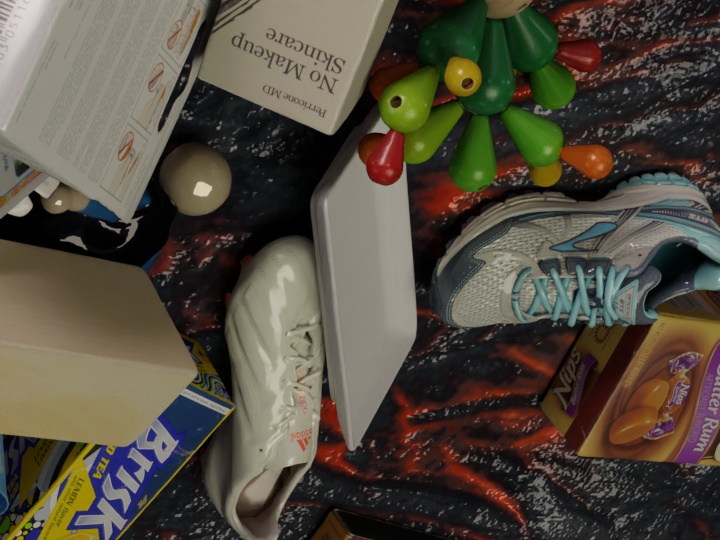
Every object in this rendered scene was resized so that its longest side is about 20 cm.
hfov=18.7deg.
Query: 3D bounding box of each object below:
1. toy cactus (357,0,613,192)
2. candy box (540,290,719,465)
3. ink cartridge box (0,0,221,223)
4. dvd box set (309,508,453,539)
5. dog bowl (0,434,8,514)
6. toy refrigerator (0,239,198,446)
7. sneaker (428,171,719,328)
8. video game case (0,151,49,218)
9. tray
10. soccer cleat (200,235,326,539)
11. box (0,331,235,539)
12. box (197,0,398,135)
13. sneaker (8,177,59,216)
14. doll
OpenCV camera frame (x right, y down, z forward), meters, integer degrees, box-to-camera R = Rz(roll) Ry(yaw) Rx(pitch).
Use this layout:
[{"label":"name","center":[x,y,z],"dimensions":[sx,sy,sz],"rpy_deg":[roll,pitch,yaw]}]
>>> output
[{"label":"toy cactus","center":[0.074,-0.120,1.169],"dimensions":[0.200,0.102,0.166],"rpy_deg":[-9,111,-48]},{"label":"candy box","center":[0.232,0.070,1.468],"dimensions":[0.199,0.057,0.117],"rpy_deg":[6,122,-37]},{"label":"ink cartridge box","center":[-0.121,-0.119,1.026],"dimensions":[0.200,0.047,0.161],"rpy_deg":[48,65,-76]},{"label":"dvd box set","center":[-0.019,0.257,1.491],"dimensions":[0.146,0.029,0.200],"rpy_deg":[22,113,-42]},{"label":"dog bowl","center":[-0.260,0.078,1.134],"dimensions":[0.111,0.050,0.200],"rpy_deg":[-7,152,24]},{"label":"toy refrigerator","center":[-0.181,0.034,1.075],"dimensions":[0.070,0.076,0.200],"rpy_deg":[-45,148,23]},{"label":"sneaker","center":[0.138,-0.003,1.324],"dimensions":[0.199,0.086,0.078],"rpy_deg":[-17,133,-19]},{"label":"video game case","center":[-0.155,-0.133,1.008],"dimensions":[0.182,0.024,0.201],"rpy_deg":[-46,145,-38]},{"label":"tray","center":[0.000,0.000,1.257],"dimensions":[0.201,0.022,0.108],"rpy_deg":[85,25,-42]},{"label":"soccer cleat","center":[-0.048,0.071,1.279],"dimensions":[0.069,0.078,0.201],"rpy_deg":[-6,129,-28]},{"label":"box","center":[-0.167,0.118,1.256],"dimensions":[0.200,0.064,0.070],"rpy_deg":[-48,135,13]},{"label":"box","center":[-0.009,-0.175,1.073],"dimensions":[0.082,0.068,0.201],"rpy_deg":[22,117,3]},{"label":"sneaker","center":[-0.250,-0.041,1.072],"dimensions":[0.199,0.075,0.081],"rpy_deg":[-27,122,-12]},{"label":"doll","center":[-0.157,-0.011,1.157],"dimensions":[0.199,0.049,0.137],"rpy_deg":[-27,154,-12]}]
